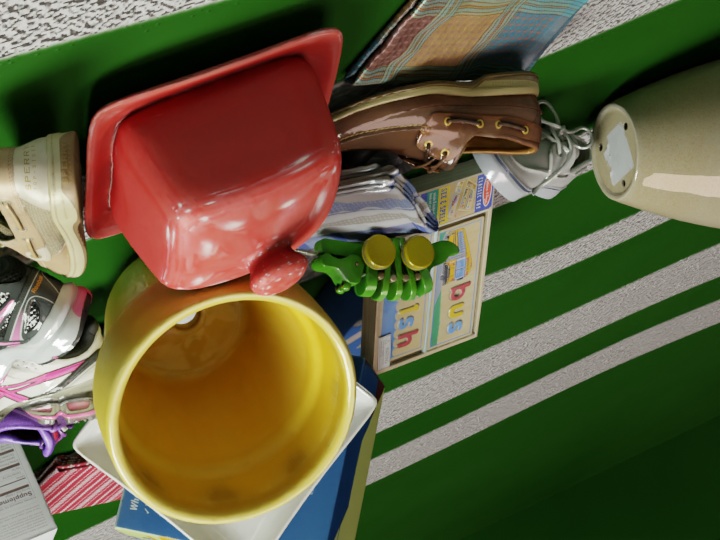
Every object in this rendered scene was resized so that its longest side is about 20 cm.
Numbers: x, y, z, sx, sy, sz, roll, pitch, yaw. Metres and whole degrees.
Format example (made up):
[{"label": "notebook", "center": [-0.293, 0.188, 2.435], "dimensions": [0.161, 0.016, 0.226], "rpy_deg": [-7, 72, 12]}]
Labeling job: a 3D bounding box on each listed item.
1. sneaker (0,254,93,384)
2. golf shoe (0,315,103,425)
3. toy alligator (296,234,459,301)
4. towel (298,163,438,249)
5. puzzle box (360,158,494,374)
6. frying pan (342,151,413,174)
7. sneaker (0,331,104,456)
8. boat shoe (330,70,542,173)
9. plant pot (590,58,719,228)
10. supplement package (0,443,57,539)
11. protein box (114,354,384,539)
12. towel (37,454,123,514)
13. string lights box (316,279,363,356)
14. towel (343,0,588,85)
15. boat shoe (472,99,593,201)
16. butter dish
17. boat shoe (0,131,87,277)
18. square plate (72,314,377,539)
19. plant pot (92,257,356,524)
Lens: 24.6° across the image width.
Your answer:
[{"label": "sneaker", "center": [-0.286, 0.033, 1.250], "dimensions": [0.086, 0.081, 0.199], "rpy_deg": [39, 136, -26]}, {"label": "golf shoe", "center": [-0.307, 0.084, 1.369], "dimensions": [0.198, 0.073, 0.093], "rpy_deg": [-8, 113, -22]}, {"label": "toy alligator", "center": [0.000, 0.000, 1.466], "dimensions": [0.198, 0.055, 0.059], "rpy_deg": [0, 169, -26]}, {"label": "towel", "center": [-0.018, -0.049, 1.404], "dimensions": [0.145, 0.024, 0.200], "rpy_deg": [-9, 168, 12]}, {"label": "puzzle box", "center": [0.064, -0.002, 1.580], "dimensions": [0.132, 0.025, 0.202], "rpy_deg": [-20, 131, -29]}, {"label": "frying pan", "center": [0.052, -0.109, 1.430], "dimensions": [0.115, 0.031, 0.189], "rpy_deg": [-39, 156, 33]}, {"label": "sneaker", "center": [-0.269, 0.118, 1.463], "dimensions": [0.198, 0.084, 0.081], "rpy_deg": [-22, 161, -22]}, {"label": "boat shoe", "center": [0.061, -0.113, 1.320], "dimensions": [0.198, 0.068, 0.072], "rpy_deg": [-10, 175, -24]}, {"label": "plant pot", "center": [0.333, -0.122, 1.607], "dimensions": [0.198, 0.189, 0.188], "rpy_deg": [-5, 154, -21]}, {"label": "supplement package", "center": [-0.400, 0.267, 1.624], "dimensions": [0.154, 0.112, 0.200], "rpy_deg": [-19, 160, -27]}, {"label": "protein box", "center": [-0.100, 0.174, 1.557], "dimensions": [0.198, 0.201, 0.135], "rpy_deg": [9, 166, 12]}, {"label": "towel", "center": [-0.292, 0.230, 1.829], "dimensions": [0.199, 0.023, 0.144], "rpy_deg": [-6, 153, -46]}, {"label": "string lights box", "center": [0.011, 0.035, 1.692], "dimensions": [0.102, 0.059, 0.200], "rpy_deg": [-13, 156, -32]}, {"label": "towel", "center": [0.096, -0.191, 1.280], "dimensions": [0.199, 0.022, 0.147], "rpy_deg": [-11, 154, -44]}, {"label": "boat shoe", "center": [0.172, -0.111, 1.520], "dimensions": [0.086, 0.075, 0.201], "rpy_deg": [-35, 163, 21]}, {"label": "butter dish", "center": [-0.086, -0.051, 1.181], "dimensions": [0.198, 0.149, 0.200], "rpy_deg": [-21, 161, -19]}, {"label": "boat shoe", "center": [-0.223, -0.045, 1.135], "dimensions": [0.064, 0.072, 0.200], "rpy_deg": [-4, 162, -9]}, {"label": "square plate", "center": [-0.119, 0.135, 1.464], "dimensions": [0.201, 0.197, 0.028], "rpy_deg": [-53, 180, -7]}, {"label": "plant pot", "center": [-0.125, 0.070, 1.327], "dimensions": [0.198, 0.189, 0.203], "rpy_deg": [-9, 116, -18]}]
